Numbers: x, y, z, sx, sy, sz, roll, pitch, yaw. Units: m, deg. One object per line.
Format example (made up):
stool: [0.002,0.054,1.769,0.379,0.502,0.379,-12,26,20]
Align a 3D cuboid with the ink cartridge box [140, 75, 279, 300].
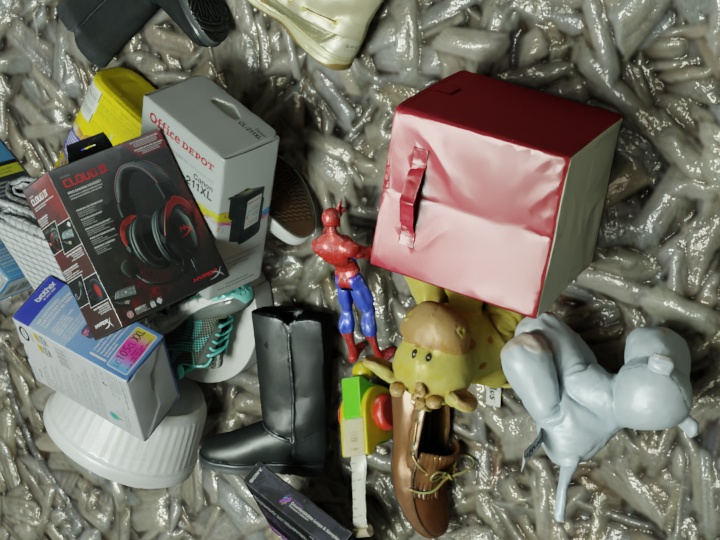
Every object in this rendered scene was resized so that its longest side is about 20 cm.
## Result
ink cartridge box: [-0.176,-0.093,1.675,0.146,0.083,0.200,39,137,30]

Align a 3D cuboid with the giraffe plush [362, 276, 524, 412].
giraffe plush: [0.089,0.076,1.584,0.172,0.162,0.201,-10,99,37]

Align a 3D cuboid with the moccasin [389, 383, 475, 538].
moccasin: [0.081,0.207,1.699,0.078,0.074,0.202,7,100,42]

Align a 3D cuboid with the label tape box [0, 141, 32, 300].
label tape box: [-0.475,-0.066,1.941,0.200,0.143,0.066,50,126,10]

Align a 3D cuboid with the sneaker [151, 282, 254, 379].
sneaker: [-0.181,0.071,1.789,0.200,0.078,0.091,-27,95,47]

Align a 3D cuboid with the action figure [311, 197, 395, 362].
action figure: [0.000,0.000,1.692,0.065,0.099,0.200,6,131,30]

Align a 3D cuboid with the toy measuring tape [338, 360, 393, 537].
toy measuring tape: [0.014,0.204,1.724,0.073,0.073,0.201,-11,77,37]

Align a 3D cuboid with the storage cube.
storage cube: [0.137,-0.081,1.481,0.179,0.200,0.171,19,116,21]

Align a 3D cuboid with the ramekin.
ramekin: [-0.284,0.173,1.867,0.202,0.202,0.094,34,111,21]

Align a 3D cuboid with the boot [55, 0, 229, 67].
boot: [-0.257,-0.293,1.757,0.200,0.066,0.165,-29,80,35]

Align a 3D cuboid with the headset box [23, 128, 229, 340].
headset box: [-0.253,-0.049,1.601,0.075,0.148,0.200,-24,91,53]

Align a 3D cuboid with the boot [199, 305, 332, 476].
boot: [-0.114,0.141,1.780,0.164,0.066,0.201,0,113,4]

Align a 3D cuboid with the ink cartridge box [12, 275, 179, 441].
ink cartridge box: [-0.317,0.095,1.735,0.200,0.076,0.137,25,148,19]

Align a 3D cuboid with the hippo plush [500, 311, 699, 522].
hippo plush: [0.242,0.109,1.485,0.161,0.200,0.159,-22,115,30]

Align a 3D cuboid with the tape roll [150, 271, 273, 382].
tape roll: [-0.196,0.039,1.851,0.202,0.037,0.203,12,112,31]

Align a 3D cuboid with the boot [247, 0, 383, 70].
boot: [-0.051,-0.331,1.597,0.200,0.073,0.156,45,126,12]

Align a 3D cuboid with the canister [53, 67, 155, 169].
canister: [-0.298,-0.128,1.834,0.148,0.087,0.200,42,124,15]

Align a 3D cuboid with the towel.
towel: [-0.317,-0.016,1.741,0.200,0.086,0.166,20,149,29]

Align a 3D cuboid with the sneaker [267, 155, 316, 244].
sneaker: [-0.127,-0.100,1.744,0.200,0.073,0.085,51,143,13]

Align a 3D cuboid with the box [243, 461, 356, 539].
box: [-0.060,0.308,1.778,0.143,0.036,0.200,34,162,22]
